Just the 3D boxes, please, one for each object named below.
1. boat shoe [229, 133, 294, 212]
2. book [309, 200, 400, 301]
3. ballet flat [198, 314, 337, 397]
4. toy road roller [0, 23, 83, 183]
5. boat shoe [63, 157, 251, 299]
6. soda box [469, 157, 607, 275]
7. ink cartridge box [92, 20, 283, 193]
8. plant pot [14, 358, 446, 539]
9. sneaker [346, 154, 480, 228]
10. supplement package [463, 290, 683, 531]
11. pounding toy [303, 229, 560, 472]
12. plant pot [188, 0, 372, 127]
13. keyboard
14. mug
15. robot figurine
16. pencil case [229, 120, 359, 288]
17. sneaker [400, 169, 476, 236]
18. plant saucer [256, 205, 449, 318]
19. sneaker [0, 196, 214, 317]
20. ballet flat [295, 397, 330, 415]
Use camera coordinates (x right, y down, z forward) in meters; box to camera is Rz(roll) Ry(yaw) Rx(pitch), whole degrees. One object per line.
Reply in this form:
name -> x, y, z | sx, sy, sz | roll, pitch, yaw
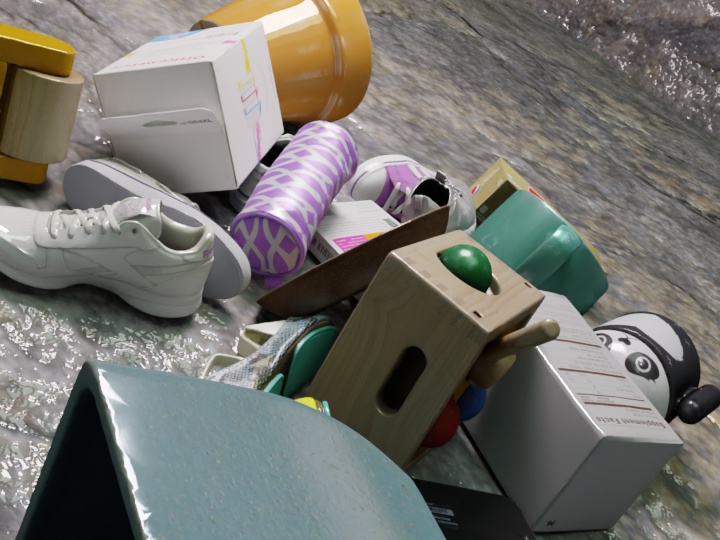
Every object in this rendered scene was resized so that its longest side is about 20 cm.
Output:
boat shoe -> -0.084, -0.120, 1.057 | 0.073, 0.067, 0.201 | 30, 28, 0
book -> 0.024, -0.007, 1.002 | 0.132, 0.049, 0.200 | -6, 42, -47
ballet flat -> -0.082, 0.077, 0.739 | 0.074, 0.075, 0.200 | 33, 26, 8
toy road roller -> -0.361, -0.172, 0.824 | 0.197, 0.125, 0.146 | 9, 22, -33
boat shoe -> -0.177, -0.046, 0.850 | 0.197, 0.072, 0.070 | 28, 30, 11
soda box -> 0.227, -0.048, 1.182 | 0.199, 0.068, 0.064 | 39, 23, -21
ink cartridge box -> -0.172, -0.162, 0.934 | 0.125, 0.128, 0.201 | -4, 25, 14
plant pot -> -0.049, 0.184, 0.452 | 0.197, 0.198, 0.197 | 7, 35, -38
sneaker -> 0.080, -0.078, 1.146 | 0.197, 0.073, 0.115 | 6, 38, -38
supplement package -> 0.175, 0.123, 0.853 | 0.115, 0.118, 0.201 | 10, 34, -36
pounding toy -> 0.075, 0.063, 0.748 | 0.141, 0.202, 0.183 | 38, 23, 17
plant pot -> -0.115, -0.269, 1.161 | 0.182, 0.202, 0.200 | -26, 58, -40
keyboard -> 0.062, 0.209, 0.709 | 0.196, 0.021, 0.128 | 16, 25, -24
mug -> 0.180, -0.003, 1.019 | 0.152, 0.114, 0.185 | 47, -2, 39
robot figurine -> 0.285, 0.111, 0.970 | 0.198, 0.149, 0.127 | -13, 78, -53
pencil case -> -0.062, -0.072, 0.938 | 0.082, 0.087, 0.201 | -3, 36, 26
sneaker -> 0.093, -0.074, 1.030 | 0.073, 0.084, 0.200 | 11, 24, 11
plant saucer -> 0.000, 0.000, 0.842 | 0.199, 0.198, 0.037 | -25, 89, -57
sneaker -> -0.213, -0.030, 0.750 | 0.196, 0.101, 0.076 | 14, 33, -25
ballet flat -> -0.033, 0.180, 0.619 | 0.066, 0.067, 0.203 | -8, 54, -15
